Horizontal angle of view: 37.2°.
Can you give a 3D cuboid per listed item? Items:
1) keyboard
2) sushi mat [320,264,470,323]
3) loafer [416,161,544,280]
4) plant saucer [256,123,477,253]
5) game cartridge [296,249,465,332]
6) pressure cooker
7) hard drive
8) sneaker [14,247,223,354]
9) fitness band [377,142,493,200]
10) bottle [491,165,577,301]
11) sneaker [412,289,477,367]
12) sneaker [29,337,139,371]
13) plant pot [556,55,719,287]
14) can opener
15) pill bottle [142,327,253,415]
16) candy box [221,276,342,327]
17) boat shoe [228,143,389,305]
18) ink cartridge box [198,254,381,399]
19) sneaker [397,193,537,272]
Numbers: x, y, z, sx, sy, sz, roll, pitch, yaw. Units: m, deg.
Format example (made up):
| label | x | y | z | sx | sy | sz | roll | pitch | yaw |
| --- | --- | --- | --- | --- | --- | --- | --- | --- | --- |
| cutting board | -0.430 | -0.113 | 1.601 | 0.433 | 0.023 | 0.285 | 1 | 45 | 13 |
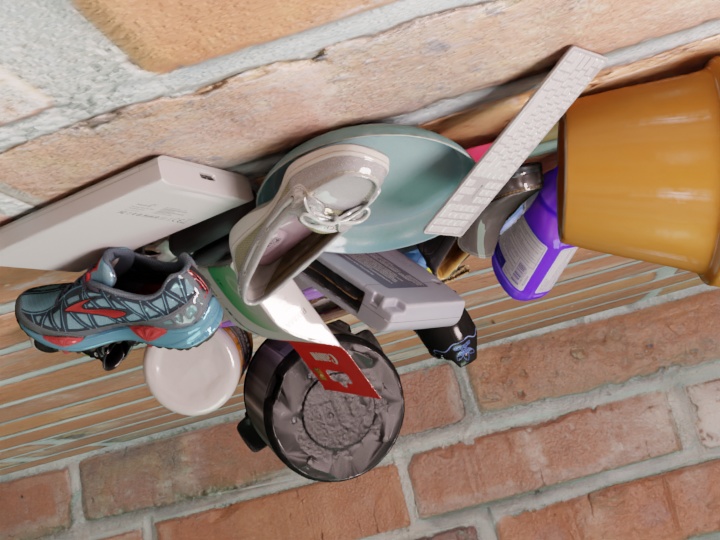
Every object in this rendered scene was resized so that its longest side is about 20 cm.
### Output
| label | x | y | z | sx | sy | sz | roll | pitch | yaw |
| --- | --- | --- | --- | --- | --- | --- | --- | --- | --- |
| keyboard | 0.125 | -0.101 | 0.880 | 0.056 | 0.011 | 0.200 | -5 | 140 | -52 |
| sushi mat | 0.024 | 0.033 | 1.218 | 0.198 | 0.012 | 0.095 | -20 | 179 | 25 |
| loafer | 0.115 | -0.047 | 1.014 | 0.072 | 0.073 | 0.200 | -11 | 170 | -24 |
| plant saucer | 0.008 | -0.072 | 0.929 | 0.197 | 0.028 | 0.201 | -5 | 155 | -2 |
| game cartridge | 0.000 | 0.000 | 1.049 | 0.199 | 0.042 | 0.132 | 34 | -163 | 35 |
| pressure cooker | -0.050 | 0.149 | 1.296 | 0.174 | 0.181 | 0.200 | 9 | -178 | -19 |
| hard drive | -0.207 | -0.043 | 0.909 | 0.198 | 0.027 | 0.132 | -19 | 168 | 25 |
| sneaker | -0.226 | 0.015 | 0.970 | 0.197 | 0.080 | 0.096 | -3 | 130 | 11 |
| fitness band | 0.058 | -0.083 | 1.035 | 0.198 | 0.038 | 0.143 | -18 | 169 | 25 |
| bottle | 0.208 | -0.052 | 1.179 | 0.065 | 0.084 | 0.201 | -10 | 146 | -24 |
| sneaker | 0.087 | 0.060 | 1.239 | 0.070 | 0.079 | 0.200 | -25 | -171 | -2 |
| sneaker | -0.314 | 0.080 | 1.245 | 0.199 | 0.084 | 0.071 | -22 | 166 | 36 |
| plant pot | 0.267 | -0.086 | 0.940 | 0.181 | 0.203 | 0.200 | 0 | 171 | 6 |
| can opener | -0.156 | -0.011 | 1.015 | 0.199 | 0.068 | 0.053 | -24 | 146 | 39 |
| pill bottle | -0.193 | 0.097 | 1.316 | 0.115 | 0.118 | 0.200 | -15 | -172 | 4 |
| candy box | -0.052 | 0.007 | 1.252 | 0.167 | 0.072 | 0.199 | -22 | 168 | 35 |
| boat shoe | -0.044 | -0.037 | 0.883 | 0.074 | 0.065 | 0.201 | 15 | 147 | -36 |
| ink cartridge box | -0.081 | 0.061 | 1.091 | 0.050 | 0.201 | 0.161 | -38 | -168 | -19 |
| sneaker | 0.097 | -0.060 | 1.135 | 0.199 | 0.079 | 0.066 | -33 | -159 | 9 |
